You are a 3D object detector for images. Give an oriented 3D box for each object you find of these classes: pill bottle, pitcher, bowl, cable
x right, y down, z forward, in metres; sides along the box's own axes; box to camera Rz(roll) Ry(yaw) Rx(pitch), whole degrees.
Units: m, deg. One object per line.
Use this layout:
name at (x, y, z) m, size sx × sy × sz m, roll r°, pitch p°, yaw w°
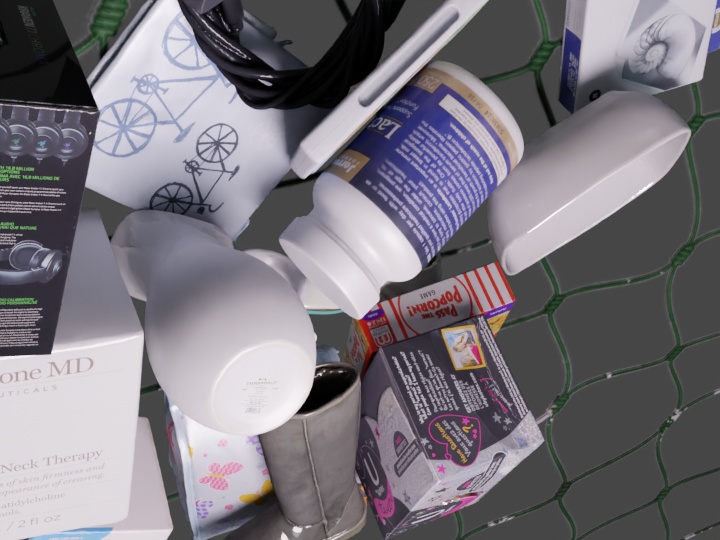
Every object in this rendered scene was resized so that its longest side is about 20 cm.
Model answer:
pill bottle at (0.032, -0.065, 0.846) m, size 0.200 × 0.115 × 0.116 m, roll -47°, pitch 138°, yaw -11°
pitcher at (-0.092, 0.034, 0.804) m, size 0.169 × 0.200 × 0.123 m, roll 0°, pitch 119°, yaw -31°
bowl at (0.197, -0.086, 0.948) m, size 0.198 × 0.075 × 0.200 m, roll -32°, pitch 168°, yaw 4°
cable at (-0.050, -0.199, 0.702) m, size 0.161 × 0.051 × 0.201 m, roll 23°, pitch 122°, yaw -16°

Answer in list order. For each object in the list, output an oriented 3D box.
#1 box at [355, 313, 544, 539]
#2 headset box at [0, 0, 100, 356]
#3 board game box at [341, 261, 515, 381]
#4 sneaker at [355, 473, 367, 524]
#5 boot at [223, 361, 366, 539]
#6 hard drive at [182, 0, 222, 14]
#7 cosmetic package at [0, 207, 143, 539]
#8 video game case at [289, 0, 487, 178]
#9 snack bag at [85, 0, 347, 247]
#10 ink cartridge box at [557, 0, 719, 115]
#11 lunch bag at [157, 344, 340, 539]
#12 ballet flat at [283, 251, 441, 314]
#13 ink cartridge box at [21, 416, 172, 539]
box at (0.066, 0.153, 0.962) m, size 0.113 × 0.134 × 0.201 m, roll -16°, pitch 158°, yaw -20°
headset box at (-0.244, -0.077, 0.668) m, size 0.092 × 0.175 × 0.202 m, roll 1°, pitch 128°, yaw -30°
board game box at (0.058, 0.076, 1.023) m, size 0.149 × 0.047 × 0.201 m, roll -19°, pitch 157°, yaw -15°
sneaker at (0.000, 0.235, 1.169) m, size 0.198 × 0.078 × 0.112 m, roll -28°, pitch 142°, yaw 11°
boot at (-0.070, 0.188, 0.904) m, size 0.180 × 0.073 × 0.202 m, roll -30°, pitch 144°, yaw -20°
hard drive at (-0.102, -0.274, 0.613) m, size 0.042 × 0.135 × 0.202 m, roll -19°, pitch 138°, yaw -41°
cosmetic package at (-0.272, 0.082, 0.798) m, size 0.165 × 0.167 × 0.202 m, roll -6°, pitch 130°, yaw -25°
video game case at (0.021, -0.140, 0.753) m, size 0.182 × 0.200 × 0.022 m, roll -44°, pitch 96°, yaw -3°
snack bag at (-0.124, -0.118, 0.814) m, size 0.199 × 0.021 × 0.189 m, roll 27°, pitch 112°, yaw -42°
ink cartridge box at (0.274, -0.251, 0.913) m, size 0.197 × 0.041 × 0.201 m, roll -20°, pitch 135°, yaw -14°
lunch bag at (-0.102, 0.150, 0.991) m, size 0.167 × 0.128 × 0.201 m, roll -15°, pitch 143°, yaw -15°
ballet flat at (0.000, 0.000, 0.964) m, size 0.198 × 0.070 × 0.070 m, roll 0°, pitch 128°, yaw -39°
ink cartridge box at (-0.278, 0.244, 0.956) m, size 0.127 × 0.126 × 0.201 m, roll 8°, pitch 132°, yaw -34°
